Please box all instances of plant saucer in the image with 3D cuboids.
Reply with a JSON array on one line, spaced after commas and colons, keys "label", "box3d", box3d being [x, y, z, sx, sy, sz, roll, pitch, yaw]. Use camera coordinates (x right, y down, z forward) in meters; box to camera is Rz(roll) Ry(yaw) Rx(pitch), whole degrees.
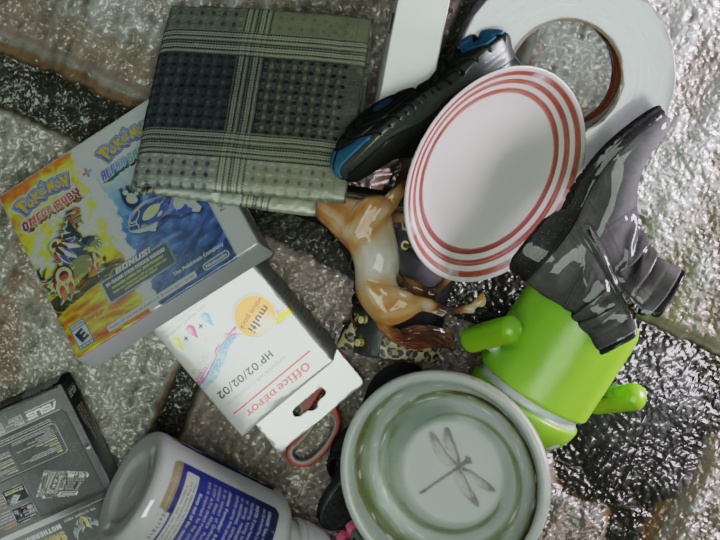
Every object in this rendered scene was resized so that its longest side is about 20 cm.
[{"label": "plant saucer", "box3d": [0.081, 0.185, 1.630, 0.199, 0.050, 0.201, 4, 100, 21]}]

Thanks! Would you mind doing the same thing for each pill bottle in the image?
[{"label": "pill bottle", "box3d": [-0.133, 0.244, 1.683, 0.200, 0.120, 0.120, 30, 101, -22]}]

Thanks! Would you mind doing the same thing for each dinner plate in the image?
[{"label": "dinner plate", "box3d": [0.114, -0.085, 1.563, 0.199, 0.024, 0.201, -18, 123, -31]}]

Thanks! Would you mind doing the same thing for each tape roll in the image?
[{"label": "tape roll", "box3d": [0.183, -0.178, 1.634, 0.199, 0.066, 0.201, 0, 102, 1]}]

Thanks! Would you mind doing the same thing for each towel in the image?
[{"label": "towel", "box3d": [-0.092, -0.145, 1.605, 0.199, 0.035, 0.193, 5, 67, 8]}]

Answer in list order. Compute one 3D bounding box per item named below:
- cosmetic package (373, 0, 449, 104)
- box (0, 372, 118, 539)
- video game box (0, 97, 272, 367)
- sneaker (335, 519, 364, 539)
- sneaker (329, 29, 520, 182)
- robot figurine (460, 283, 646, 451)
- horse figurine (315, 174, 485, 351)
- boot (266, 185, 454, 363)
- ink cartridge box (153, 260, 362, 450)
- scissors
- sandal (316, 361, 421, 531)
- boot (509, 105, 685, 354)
[{"label": "cosmetic package", "box3d": [0.048, -0.209, 1.620, 0.050, 0.083, 0.201, 11, 101, 0]}, {"label": "box", "box3d": [-0.336, 0.210, 1.724, 0.199, 0.048, 0.159, -25, 102, 5]}, {"label": "video game box", "box3d": [-0.206, -0.042, 1.633, 0.200, 0.047, 0.183, -32, 68, 7]}, {"label": "sneaker", "box3d": [0.058, 0.257, 1.721, 0.200, 0.079, 0.095, -37, 126, 4]}, {"label": "sneaker", "box3d": [0.065, -0.126, 1.553, 0.200, 0.073, 0.082, -35, 112, -14]}, {"label": "robot figurine", "box3d": [0.178, 0.080, 1.661, 0.175, 0.116, 0.200, 27, 101, -26]}, {"label": "horse figurine", "box3d": [0.033, -0.012, 1.605, 0.132, 0.050, 0.201, -16, 98, -8]}, {"label": "boot", "box3d": [0.000, 0.000, 1.665, 0.199, 0.073, 0.151, 9, 96, -9]}, {"label": "ink cartridge box", "box3d": [-0.102, 0.069, 1.678, 0.115, 0.068, 0.200, -40, 95, 8]}, {"label": "scissors", "box3d": [-0.018, 0.098, 1.718, 0.073, 0.014, 0.200, 39, 97, 0]}, {"label": "sandal", "box3d": [0.009, 0.162, 1.705, 0.075, 0.048, 0.201, 2, 125, -35]}, {"label": "boot", "box3d": [0.238, -0.035, 1.581, 0.132, 0.070, 0.200, 39, 94, 1]}]
